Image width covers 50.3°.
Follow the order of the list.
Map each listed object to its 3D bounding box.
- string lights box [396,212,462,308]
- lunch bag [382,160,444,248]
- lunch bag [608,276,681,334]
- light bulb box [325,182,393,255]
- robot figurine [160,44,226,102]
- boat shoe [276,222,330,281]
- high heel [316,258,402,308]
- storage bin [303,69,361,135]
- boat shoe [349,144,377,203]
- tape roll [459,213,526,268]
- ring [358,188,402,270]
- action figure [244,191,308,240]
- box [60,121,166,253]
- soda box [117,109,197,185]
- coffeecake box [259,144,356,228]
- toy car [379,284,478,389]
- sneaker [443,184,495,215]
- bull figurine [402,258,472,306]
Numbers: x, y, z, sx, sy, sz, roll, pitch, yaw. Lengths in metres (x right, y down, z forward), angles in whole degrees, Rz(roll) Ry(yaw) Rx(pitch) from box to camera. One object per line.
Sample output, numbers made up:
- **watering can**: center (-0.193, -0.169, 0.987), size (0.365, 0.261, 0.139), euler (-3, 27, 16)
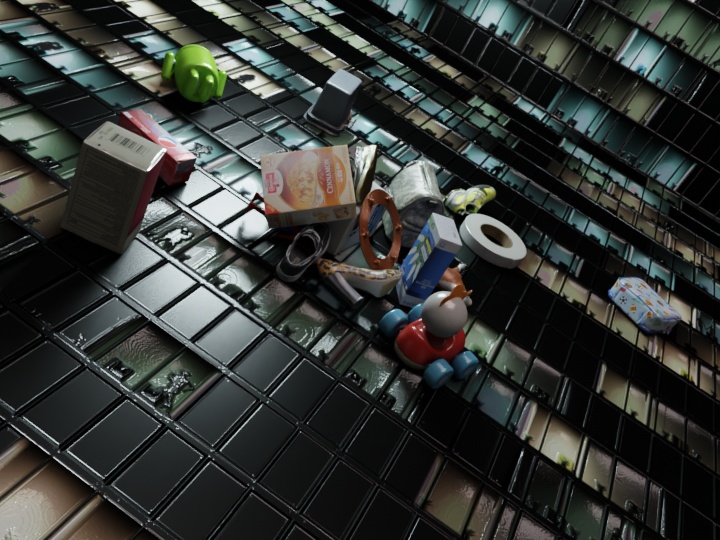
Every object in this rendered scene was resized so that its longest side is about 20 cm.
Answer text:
- **string lights box**: center (0.152, -0.019, 1.756), size (0.059, 0.200, 0.103), euler (17, 33, -20)
- **lunch bag**: center (0.145, -0.174, 1.996), size (0.139, 0.168, 0.200), euler (18, 33, -18)
- **lunch bag**: center (0.838, 0.104, 2.250), size (0.160, 0.076, 0.200), euler (2, 41, -40)
- **light bulb box**: center (-0.062, -0.165, 1.859), size (0.198, 0.125, 0.200), euler (39, 32, 15)
- **robot figurine**: center (-0.446, -0.535, 2.075), size (0.175, 0.116, 0.200), euler (12, 36, -28)
- **boat shoe**: center (-0.116, -0.058, 1.683), size (0.072, 0.068, 0.200), euler (37, 45, 3)
- **high heel**: center (0.000, 0.000, 1.732), size (0.143, 0.072, 0.200), euler (44, 40, 20)
- **storage bin**: center (-0.065, -0.516, 2.334), size (0.145, 0.135, 0.200), euler (28, 33, -1)
- **boat shoe**: center (-0.003, -0.231, 1.824), size (0.066, 0.072, 0.201), euler (5, 44, 11)
- **tape roll**: center (0.378, -0.085, 2.181), size (0.202, 0.037, 0.203), euler (21, 32, -14)
- **ring**: center (0.053, -0.093, 1.816), size (0.019, 0.201, 0.200), euler (-3, 17, 31)
- **action figure**: center (-0.168, -0.103, 1.762), size (0.199, 0.052, 0.066), euler (31, 37, -7)
- **box**: center (-0.468, -0.156, 1.454), size (0.127, 0.200, 0.109), euler (25, 32, -7)
- **soda box**: center (-0.469, -0.282, 1.750), size (0.200, 0.070, 0.063), euler (41, 33, 17)
- **coffeecake box**: center (-0.117, -0.187, 1.710), size (0.199, 0.073, 0.154), euler (-8, 66, -2)
- **toy car**: center (0.175, 0.106, 1.602), size (0.176, 0.200, 0.184), euler (-9, 49, -45)
- **sneaker**: center (0.335, -0.202, 2.287), size (0.199, 0.076, 0.077), euler (-16, 60, -36)
- **bull figurine**: center (0.198, 0.010, 1.882), size (0.199, 0.065, 0.122), euler (32, 28, -1)
